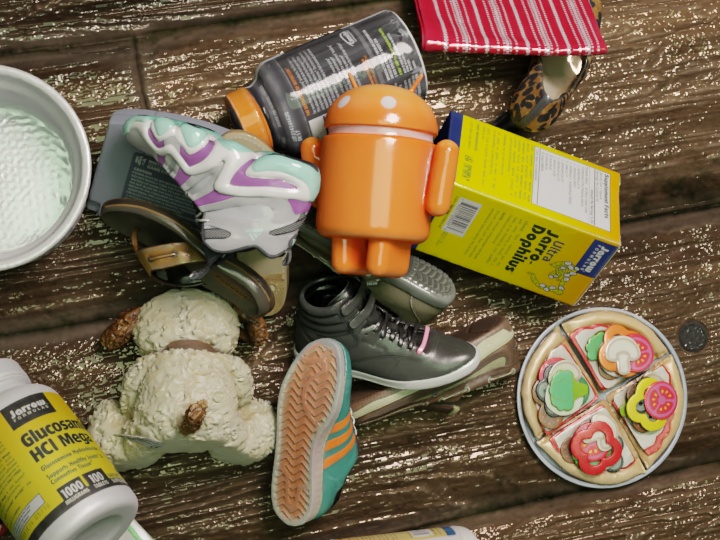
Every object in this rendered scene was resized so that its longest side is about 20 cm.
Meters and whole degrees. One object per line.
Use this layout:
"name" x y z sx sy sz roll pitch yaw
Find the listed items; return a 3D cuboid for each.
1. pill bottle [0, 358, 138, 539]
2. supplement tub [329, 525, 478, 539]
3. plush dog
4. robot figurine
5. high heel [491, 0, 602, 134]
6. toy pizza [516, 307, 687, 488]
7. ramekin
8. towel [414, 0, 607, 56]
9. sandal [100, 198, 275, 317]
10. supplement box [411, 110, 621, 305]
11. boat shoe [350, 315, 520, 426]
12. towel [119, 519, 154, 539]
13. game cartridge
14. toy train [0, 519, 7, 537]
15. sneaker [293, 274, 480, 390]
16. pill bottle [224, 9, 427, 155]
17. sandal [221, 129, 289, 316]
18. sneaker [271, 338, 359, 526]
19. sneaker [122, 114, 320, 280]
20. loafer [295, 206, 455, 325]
"pill bottle" -0.313 0.184 1.197 0.112 0.112 0.200 -39 69 -10
"supplement tub" 0.024 0.340 1.259 0.200 0.145 0.145 -4 88 -10
"plush dog" -0.177 0.097 1.248 0.200 0.161 0.172 -2 64 -10
"robot figurine" 0.014 -0.094 1.218 0.116 0.144 0.200 5 90 -24
"high heel" 0.222 -0.226 1.327 0.071 0.143 0.200 36 81 -7
"toy pizza" 0.271 0.141 1.372 0.200 0.032 0.201 1 87 -10
"ramekin" -0.363 -0.095 1.230 0.200 0.098 0.201 1 85 -6
"towel" 0.153 -0.278 1.329 0.200 0.023 0.145 0 45 -6
"sandal" -0.178 -0.006 1.232 0.200 0.082 0.055 35 65 1
"supplement box" 0.161 -0.064 1.306 0.200 0.110 0.109 20 47 -8
"boat shoe" 0.081 0.125 1.320 0.202 0.075 0.075 -26 105 -6
"towel" -0.280 0.349 1.264 0.200 0.023 0.153 -44 96 -10
"game cartridge" -0.168 -0.088 1.265 0.200 0.041 0.133 18 128 -9
"toy train" -0.450 0.271 1.212 0.116 0.085 0.200 45 80 5
"sneaker" 0.021 0.059 1.263 0.200 0.099 0.071 6 42 15
"pill bottle" -0.039 -0.188 1.296 0.200 0.106 0.106 -24 91 -11
"sandal" -0.107 -0.031 1.237 0.077 0.070 0.212 -1 125 6
"sneaker" -0.039 0.160 1.277 0.071 0.080 0.200 21 107 31
"sneaker" -0.148 -0.061 1.170 0.200 0.078 0.140 19 96 14
"loafer" 0.000 0.000 1.306 0.200 0.075 0.070 31 120 7
